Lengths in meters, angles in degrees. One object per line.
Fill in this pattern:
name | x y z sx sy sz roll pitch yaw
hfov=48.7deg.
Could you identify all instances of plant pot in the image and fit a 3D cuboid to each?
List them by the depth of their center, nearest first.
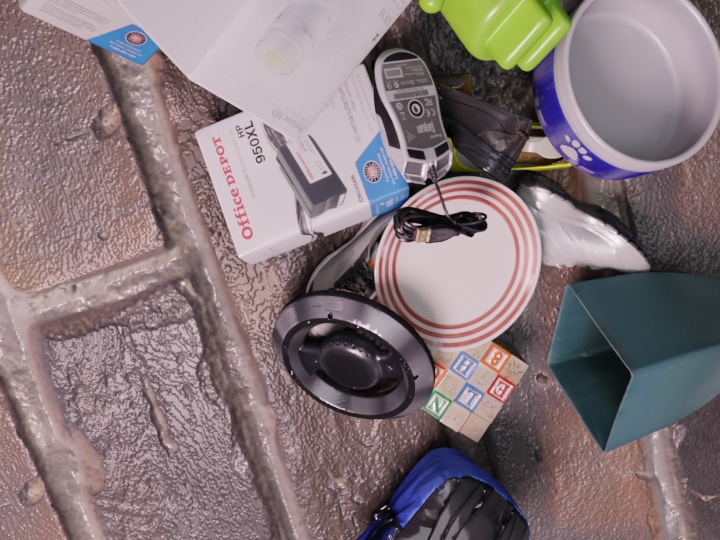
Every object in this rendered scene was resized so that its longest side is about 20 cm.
plant pot | 0.347 0.090 0.932 0.195 0.143 0.143 -13 135 -14

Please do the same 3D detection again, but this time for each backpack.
backpack | 0.090 0.318 0.961 0.161 0.168 0.201 37 94 -16

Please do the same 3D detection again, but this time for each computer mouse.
computer mouse | 0.058 -0.125 0.813 0.108 0.044 0.205 -12 84 -29

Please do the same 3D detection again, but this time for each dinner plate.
dinner plate | 0.108 -0.007 0.891 0.195 0.024 0.205 -5 110 -13

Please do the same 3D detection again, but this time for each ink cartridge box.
ink cartridge box | -0.211 -0.310 0.752 0.198 0.145 0.086 -35 62 26
ink cartridge box | -0.061 -0.112 0.866 0.196 0.084 0.148 -21 85 0

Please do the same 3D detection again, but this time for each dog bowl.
dog bowl | 0.290 -0.205 0.868 0.195 0.079 0.206 2 84 -15

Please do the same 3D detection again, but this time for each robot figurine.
robot figurine | 0.130 -0.303 0.820 0.116 0.174 0.202 -45 69 38

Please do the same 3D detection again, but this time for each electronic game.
electronic game | -0.009 0.101 0.910 0.195 0.042 0.203 13 135 13

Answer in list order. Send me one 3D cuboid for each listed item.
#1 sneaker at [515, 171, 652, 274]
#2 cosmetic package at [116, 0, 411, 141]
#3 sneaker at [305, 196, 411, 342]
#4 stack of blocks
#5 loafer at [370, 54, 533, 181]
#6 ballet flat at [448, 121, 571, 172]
sneaker | 0.257 -0.040 0.952 0.197 0.075 0.088 28 114 -6
cosmetic package | -0.074 -0.252 0.721 0.200 0.199 0.123 -47 70 11
sneaker | 0.000 0.000 0.921 0.073 0.079 0.201 36 99 -15
stack of blocks | 0.089 0.103 0.964 0.198 0.059 0.116 33 98 -12
loafer | 0.098 -0.183 0.867 0.199 0.073 0.073 40 101 12
ballet flat | 0.169 -0.144 0.909 0.195 0.067 0.069 0 104 -5
